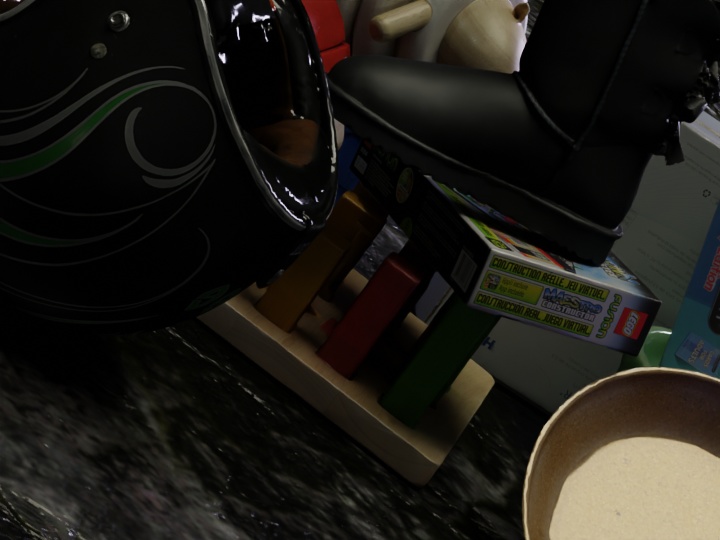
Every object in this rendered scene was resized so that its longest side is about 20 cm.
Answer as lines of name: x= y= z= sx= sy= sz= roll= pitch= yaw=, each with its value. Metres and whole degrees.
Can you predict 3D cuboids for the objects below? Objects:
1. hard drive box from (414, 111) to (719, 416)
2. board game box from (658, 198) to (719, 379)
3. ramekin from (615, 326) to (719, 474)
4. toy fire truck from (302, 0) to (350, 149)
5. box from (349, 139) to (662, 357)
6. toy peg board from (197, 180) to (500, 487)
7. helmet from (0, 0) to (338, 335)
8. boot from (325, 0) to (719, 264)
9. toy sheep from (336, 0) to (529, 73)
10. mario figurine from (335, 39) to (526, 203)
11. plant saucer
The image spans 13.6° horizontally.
hard drive box: x=0.150 y=-0.013 z=1.846 sx=0.155 sy=0.200 sz=0.077 roll=33 pitch=16 yaw=-14
board game box: x=0.255 y=-0.002 z=1.755 sx=0.047 sy=0.152 sz=0.200 roll=23 pitch=8 yaw=27
ramekin: x=0.210 y=0.133 z=1.751 sx=0.199 sy=0.098 sz=0.200 roll=34 pitch=16 yaw=-11
toy fire truck: x=-0.092 y=-0.156 z=1.659 sx=0.175 sy=0.202 sz=0.129 roll=4 pitch=12 yaw=19
box: x=0.076 y=-0.021 z=1.657 sx=0.109 sy=0.035 sz=0.200 roll=16 pitch=16 yaw=-25
toy peg board: x=0.000 y=0.000 z=1.683 sx=0.199 sy=0.098 sz=0.200 roll=38 pitch=16 yaw=2
helmet: x=-0.124 y=-0.068 z=1.449 sx=0.200 sy=0.190 sz=0.201 roll=-16 pitch=90 yaw=-71
boot: x=0.094 y=-0.113 z=1.587 sx=0.197 sy=0.163 sz=0.073 roll=27 pitch=13 yaw=-8
toy sheep: x=0.019 y=-0.151 z=1.725 sx=0.200 sy=0.138 sz=0.138 roll=36 pitch=13 yaw=35
mario figurine: x=0.039 y=-0.096 z=1.844 sx=0.106 sy=0.200 sz=0.124 roll=15 pitch=27 yaw=-50
plant saucer: x=0.170 y=0.149 z=1.588 sx=0.199 sy=0.035 sz=0.201 roll=11 pitch=59 yaw=-18
